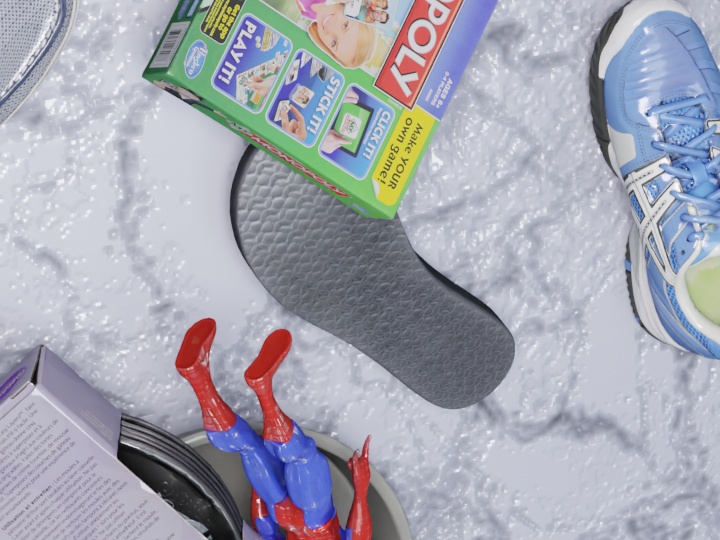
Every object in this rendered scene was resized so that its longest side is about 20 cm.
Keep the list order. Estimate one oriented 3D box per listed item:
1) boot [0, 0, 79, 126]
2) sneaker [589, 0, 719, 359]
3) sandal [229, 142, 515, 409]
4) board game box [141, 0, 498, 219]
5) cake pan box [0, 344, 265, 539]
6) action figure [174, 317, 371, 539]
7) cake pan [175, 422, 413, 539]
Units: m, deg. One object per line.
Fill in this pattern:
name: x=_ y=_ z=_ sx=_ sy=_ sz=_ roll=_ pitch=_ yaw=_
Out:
boot: x=-0.191 y=-0.059 z=0.915 sx=0.200 sy=0.090 sz=0.073 roll=-45 pitch=119 yaw=-3
sneaker: x=0.171 y=-0.045 z=1.085 sx=0.076 sy=0.077 sz=0.200 roll=-23 pitch=114 yaw=-13
sandal: x=0.000 y=0.001 z=1.053 sx=0.076 sy=0.043 sz=0.200 roll=-40 pitch=127 yaw=3
board game box: x=0.002 y=-0.143 z=0.974 sx=0.134 sy=0.029 sz=0.200 roll=31 pitch=78 yaw=-28
cake pan box: x=-0.147 y=0.157 z=0.991 sx=0.200 sy=0.052 sz=0.184 roll=-43 pitch=111 yaw=13
action figure: x=-0.029 y=0.104 z=1.014 sx=0.052 sy=0.065 sz=0.200 roll=-62 pitch=146 yaw=-41
cake pan: x=-0.069 y=0.164 z=1.078 sx=0.200 sy=0.037 sz=0.201 roll=-8 pitch=111 yaw=-21
